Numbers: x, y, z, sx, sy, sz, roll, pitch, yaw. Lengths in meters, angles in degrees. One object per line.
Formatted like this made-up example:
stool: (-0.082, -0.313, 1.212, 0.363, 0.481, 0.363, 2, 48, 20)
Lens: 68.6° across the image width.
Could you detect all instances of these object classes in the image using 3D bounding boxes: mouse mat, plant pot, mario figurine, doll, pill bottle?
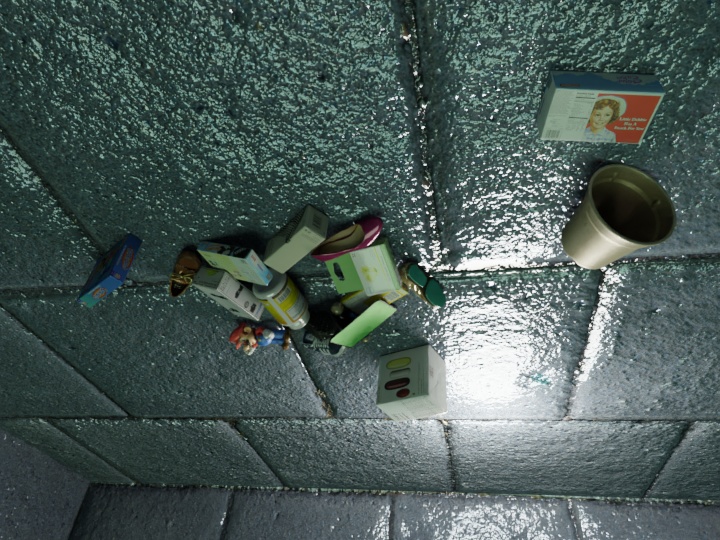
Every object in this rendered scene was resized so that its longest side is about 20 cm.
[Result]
mouse mat: (0.011, 0.164, 1.594, 0.200, 0.008, 0.161, -40, 153, 10)
plant pot: (0.555, -0.102, 1.186, 0.198, 0.202, 0.184, 11, 153, -6)
mario figurine: (-0.338, 0.241, 1.765, 0.198, 0.106, 0.125, 4, 107, -10)
doll: (-0.043, 0.164, 1.661, 0.135, 0.049, 0.200, 0, 148, 27)
pill bottle: (-0.227, 0.089, 1.567, 0.108, 0.110, 0.201, -11, 138, 20)

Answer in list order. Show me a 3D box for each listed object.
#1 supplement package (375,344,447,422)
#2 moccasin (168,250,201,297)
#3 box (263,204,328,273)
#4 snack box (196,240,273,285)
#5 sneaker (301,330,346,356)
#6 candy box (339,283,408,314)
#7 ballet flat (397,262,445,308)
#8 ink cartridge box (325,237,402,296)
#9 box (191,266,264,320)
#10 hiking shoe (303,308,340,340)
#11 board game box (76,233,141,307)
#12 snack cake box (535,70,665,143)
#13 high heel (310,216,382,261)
supplement package: (0.178, 0.389, 1.811, 0.199, 0.193, 0.147, -19, 134, 27)
moccasin: (-0.519, 0.012, 1.536, 0.073, 0.078, 0.201, 27, 137, -23)
box: (-0.170, -0.079, 1.378, 0.068, 0.083, 0.199, 30, 134, -28)
snack box: (-0.346, -0.021, 1.449, 0.198, 0.037, 0.117, 10, 147, 34)
sneaker: (-0.122, 0.231, 1.725, 0.108, 0.071, 0.200, 28, 158, -21)
candy box: (0.039, 0.075, 1.578, 0.102, 0.027, 0.199, 36, 133, -25)
ballet flat: (0.171, 0.040, 1.503, 0.065, 0.071, 0.200, 5, 148, 48)
ink cartridge box: (0.000, 0.000, 1.443, 0.198, 0.048, 0.147, -13, 116, 19)
box: (-0.384, 0.070, 1.555, 0.116, 0.061, 0.200, 9, 155, 36)
hiking shoe: (-0.114, 0.175, 1.639, 0.199, 0.076, 0.101, 15, 156, 51)
board game box: (-0.710, 0.002, 1.492, 0.199, 0.153, 0.045, -26, 132, 34)
snack cake box: (0.455, -0.314, 1.017, 0.198, 0.068, 0.116, 4, 139, 3)
high heel: (-0.035, -0.077, 1.337, 0.199, 0.068, 0.096, -36, 163, 33)
